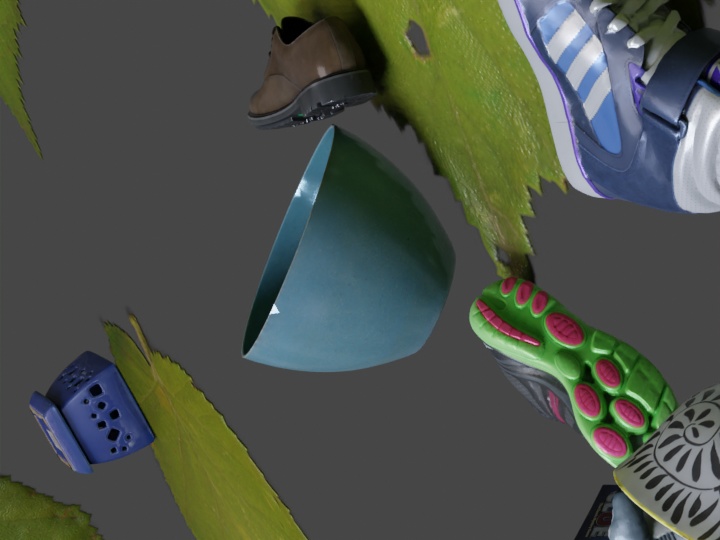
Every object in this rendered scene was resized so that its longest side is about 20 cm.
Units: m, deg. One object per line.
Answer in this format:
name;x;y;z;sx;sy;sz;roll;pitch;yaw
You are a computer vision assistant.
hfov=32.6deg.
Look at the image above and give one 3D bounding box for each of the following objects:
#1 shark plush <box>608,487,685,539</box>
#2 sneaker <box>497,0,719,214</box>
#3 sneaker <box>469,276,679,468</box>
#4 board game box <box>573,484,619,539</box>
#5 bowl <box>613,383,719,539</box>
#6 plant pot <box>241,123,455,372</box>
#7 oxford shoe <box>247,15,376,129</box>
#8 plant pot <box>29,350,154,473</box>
shark plush;0.207;0.239;0.871;0.083;0.202;0.091;18;168;43
sneaker;0.155;-0.124;0.636;0.146;0.080;0.202;8;125;51
sneaker;0.165;0.082;0.908;0.200;0.077;0.084;47;174;32
board game box;0.215;0.293;0.978;0.034;0.136;0.202;-7;117;38
bowl;0.248;0.109;0.673;0.198;0.095;0.201;20;-174;-2
plant pot;0.000;0.000;1.008;0.133;0.202;0.200;22;159;-9
oxford shoe;-0.047;-0.166;1.020;0.199;0.072;0.086;-11;95;64
plant pot;-0.579;0.309;2.608;0.199;0.179;0.202;10;128;61
